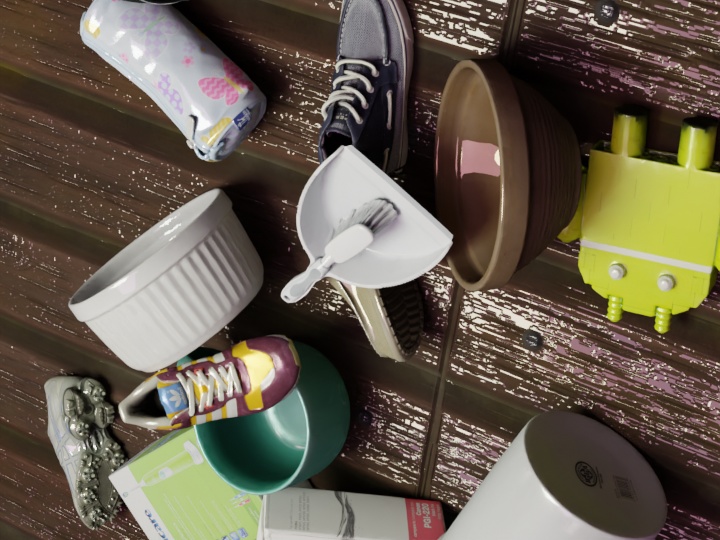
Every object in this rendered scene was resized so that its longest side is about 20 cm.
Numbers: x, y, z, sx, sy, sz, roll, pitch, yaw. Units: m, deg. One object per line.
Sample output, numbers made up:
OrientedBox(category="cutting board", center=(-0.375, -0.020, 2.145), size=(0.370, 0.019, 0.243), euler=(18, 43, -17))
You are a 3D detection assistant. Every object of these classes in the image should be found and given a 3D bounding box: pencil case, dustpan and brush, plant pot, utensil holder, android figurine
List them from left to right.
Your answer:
OrientedBox(category="pencil case", center=(-0.187, -0.201, 1.289), size=(0.200, 0.091, 0.083), euler=(45, 170, 7))
OrientedBox(category="dustpan and brush", center=(-0.020, -0.020, 1.217), size=(0.139, 0.057, 0.200), euler=(41, 147, -9))
OrientedBox(category="plant pot", center=(0.134, -0.084, 1.136), size=(0.092, 0.201, 0.203), euler=(-2, 118, -13))
OrientedBox(category="utensil holder", center=(0.177, 0.260, 1.249), size=(0.169, 0.170, 0.201), euler=(36, 123, 11))
OrientedBox(category="android figurine", center=(0.258, -0.041, 1.143), size=(0.181, 0.041, 0.202), euler=(15, 117, 24))

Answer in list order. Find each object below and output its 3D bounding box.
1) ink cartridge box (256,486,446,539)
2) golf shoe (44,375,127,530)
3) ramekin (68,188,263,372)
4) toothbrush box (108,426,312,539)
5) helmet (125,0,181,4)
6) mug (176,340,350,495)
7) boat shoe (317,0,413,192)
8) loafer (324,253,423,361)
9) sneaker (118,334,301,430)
OrientedBox(category="ink cartridge box", center=(-0.017, 0.318, 1.389), size=(0.198, 0.085, 0.147), euler=(6, 119, -8))
OrientedBox(category="golf shoe", center=(-0.347, 0.221, 1.610), size=(0.097, 0.078, 0.202), euler=(13, 113, 44))
OrientedBox(category="ramekin", center=(-0.193, 0.015, 1.341), size=(0.199, 0.200, 0.105), euler=(-26, 107, 36))
OrientedBox(category="toothbrush box", center=(-0.175, 0.249, 1.500), size=(0.199, 0.086, 0.146), euler=(-32, 93, 36))
OrientedBox(category="helmet", center=(-0.220, -0.353, 1.187), size=(0.190, 0.199, 0.201), euler=(40, 129, 36))
OrientedBox(category="mug", center=(-0.094, 0.137, 1.377), size=(0.152, 0.114, 0.186), euler=(-33, 78, 30))
OrientedBox(category="boat shoe", center=(0.001, -0.168, 1.200), size=(0.074, 0.093, 0.202), euler=(6, 115, 28))
OrientedBox(category="loafer", center=(0.000, 0.000, 1.295), size=(0.068, 0.075, 0.202), euler=(-23, 90, 37))
OrientedBox(category="sneaker", center=(-0.150, 0.120, 1.288), size=(0.199, 0.090, 0.076), euler=(-24, 83, 32))
